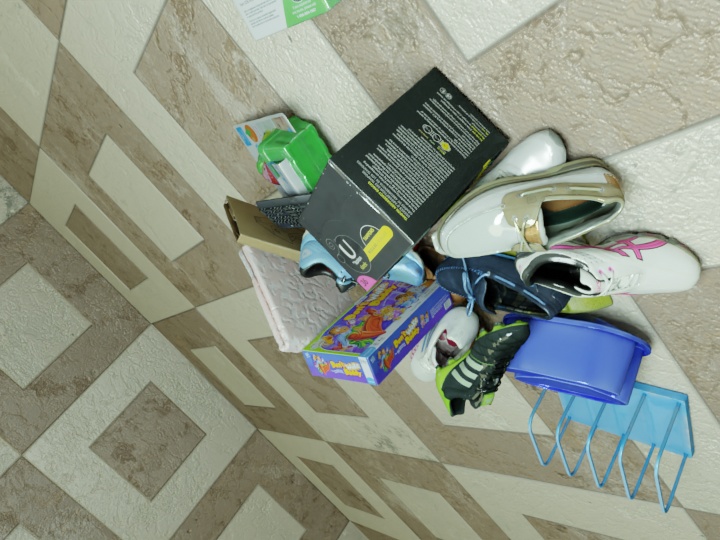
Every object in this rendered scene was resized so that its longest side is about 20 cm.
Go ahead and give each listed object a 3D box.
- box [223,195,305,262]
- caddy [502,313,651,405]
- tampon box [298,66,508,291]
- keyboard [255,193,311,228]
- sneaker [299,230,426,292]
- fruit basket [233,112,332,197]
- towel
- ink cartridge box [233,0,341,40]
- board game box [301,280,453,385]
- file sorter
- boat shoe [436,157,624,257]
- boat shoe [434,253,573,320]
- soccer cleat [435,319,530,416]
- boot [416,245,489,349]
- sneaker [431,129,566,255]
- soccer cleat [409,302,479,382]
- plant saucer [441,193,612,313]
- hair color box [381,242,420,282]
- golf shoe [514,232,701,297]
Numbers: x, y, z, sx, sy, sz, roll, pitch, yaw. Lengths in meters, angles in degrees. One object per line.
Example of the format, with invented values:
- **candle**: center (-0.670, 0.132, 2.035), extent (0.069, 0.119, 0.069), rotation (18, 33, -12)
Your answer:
- **box**: center (-0.124, -0.057, 0.993), extent (0.198, 0.022, 0.164), rotation (19, -162, -28)
- **caddy**: center (0.286, 0.108, 0.813), extent (0.197, 0.107, 0.141), rotation (8, 165, 36)
- **tampon box**: center (0.048, -0.103, 0.705), extent (0.126, 0.200, 0.150), rotation (44, 152, 2)
- **keyboard**: center (-0.063, -0.076, 0.905), extent (0.198, 0.021, 0.126), rotation (1, 156, 46)
- **sneaker**: center (0.000, 0.000, 0.878), extent (0.197, 0.091, 0.079), rotation (11, 153, 16)
- **fruit basket**: center (-0.118, -0.159, 0.954), extent (0.198, 0.094, 0.186), rotation (4, 135, 52)
- **towel**: center (-0.086, 0.045, 0.953), extent (0.032, 0.198, 0.193), rotation (-44, 61, 28)
- **ink cartridge box**: center (-0.103, -0.374, 0.641), extent (0.145, 0.084, 0.201), rotation (6, 136, 46)
- **board game box**: center (0.028, 0.083, 0.876), extent (0.133, 0.200, 0.045), rotation (-2, 118, 43)
- **file sorter**: center (0.370, 0.248, 0.894), extent (0.198, 0.123, 0.140), rotation (11, 140, 43)
- **boat shoe**: center (0.178, -0.058, 0.635), extent (0.197, 0.069, 0.075), rotation (-23, 125, 10)
- **boat shoe**: center (0.170, 0.018, 0.771), extent (0.198, 0.069, 0.085), rotation (2, 134, 49)
- **soccer cleat**: center (0.167, 0.132, 0.793), extent (0.200, 0.066, 0.082), rotation (-54, 48, 50)
- **boot**: center (0.154, 0.054, 0.956), extent (0.199, 0.077, 0.156), rotation (39, 149, 19)
- **sneaker**: center (0.158, -0.078, 0.695), extent (0.071, 0.080, 0.201), rotation (55, 133, 18)
- **soccer cleat**: center (0.117, 0.131, 0.932), extent (0.069, 0.087, 0.201), rotation (32, 138, 5)
- **plant saucer**: center (0.209, -0.014, 0.804), extent (0.198, 0.048, 0.201), rotation (1, 132, 50)
- **hair color box**: center (0.040, -0.066, 0.921), extent (0.110, 0.064, 0.201), rotation (34, 152, 11)
- **golf shoe**: center (0.272, 0.004, 0.665), extent (0.196, 0.093, 0.074), rotation (7, 130, 15)
